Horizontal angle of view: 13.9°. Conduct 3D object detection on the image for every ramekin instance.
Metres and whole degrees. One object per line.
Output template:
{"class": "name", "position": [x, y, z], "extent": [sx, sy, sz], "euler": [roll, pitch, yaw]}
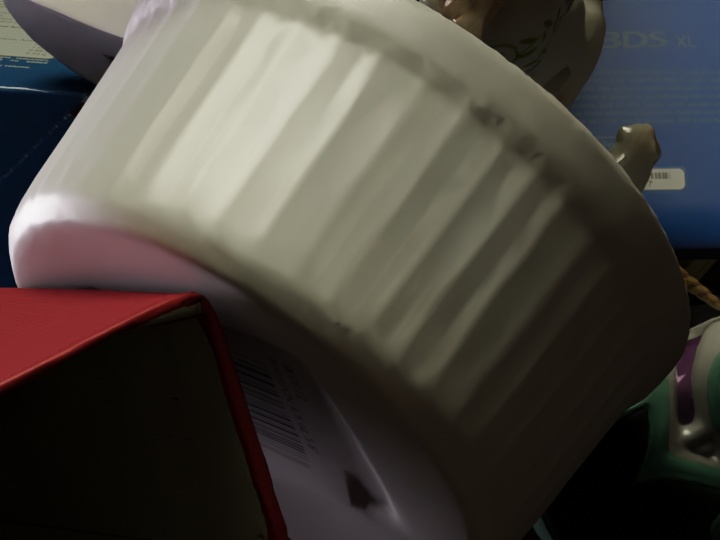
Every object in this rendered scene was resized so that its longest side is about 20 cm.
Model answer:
{"class": "ramekin", "position": [-0.010, 0.006, 0.894], "extent": [0.200, 0.201, 0.098], "euler": [1, 48, 53]}

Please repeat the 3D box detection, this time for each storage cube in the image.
{"class": "storage cube", "position": [-0.134, 0.113, 0.856], "extent": [0.200, 0.171, 0.180], "euler": [-29, 17, -33]}

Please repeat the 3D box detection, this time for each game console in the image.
{"class": "game console", "position": [0.084, -0.060, 1.067], "extent": [0.200, 0.171, 0.118], "euler": [-1, -26, 0]}

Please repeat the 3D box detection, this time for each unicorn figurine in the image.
{"class": "unicorn figurine", "position": [0.058, -0.079, 0.912], "extent": [0.074, 0.138, 0.200], "euler": [9, -8, 30]}

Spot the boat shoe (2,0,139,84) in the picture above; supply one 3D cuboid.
{"class": "boat shoe", "position": [-0.038, -0.083, 0.987], "extent": [0.200, 0.074, 0.065], "euler": [26, 72, 36]}

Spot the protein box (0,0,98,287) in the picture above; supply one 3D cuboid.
{"class": "protein box", "position": [-0.173, -0.041, 1.169], "extent": [0.198, 0.135, 0.200], "euler": [4, 20, 10]}

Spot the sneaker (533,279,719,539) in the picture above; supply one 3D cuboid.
{"class": "sneaker", "position": [0.146, 0.028, 1.008], "extent": [0.200, 0.078, 0.140], "euler": [-17, 16, 4]}

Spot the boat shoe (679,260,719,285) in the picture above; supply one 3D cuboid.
{"class": "boat shoe", "position": [0.134, -0.001, 1.125], "extent": [0.200, 0.065, 0.073], "euler": [-46, 22, -18]}
